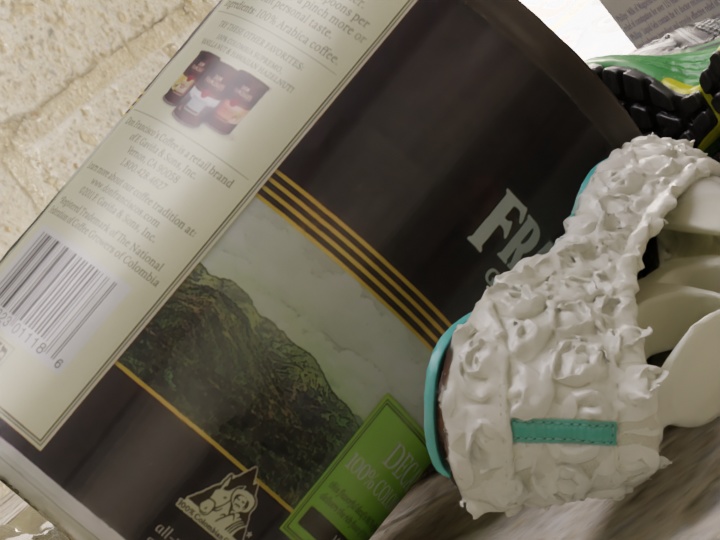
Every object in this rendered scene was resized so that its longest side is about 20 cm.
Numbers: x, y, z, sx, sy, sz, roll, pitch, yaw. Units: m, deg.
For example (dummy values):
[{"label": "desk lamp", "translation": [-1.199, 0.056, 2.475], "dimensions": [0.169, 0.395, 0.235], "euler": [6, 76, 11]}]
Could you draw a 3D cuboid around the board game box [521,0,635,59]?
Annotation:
[{"label": "board game box", "translation": [0.127, -0.112, 1.249], "dimensions": [0.151, 0.037, 0.200], "euler": [-40, 27, -19]}]

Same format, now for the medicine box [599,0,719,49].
[{"label": "medicine box", "translation": [0.174, -0.192, 1.029], "dimensions": [0.182, 0.200, 0.103], "euler": [-40, 4, -18]}]

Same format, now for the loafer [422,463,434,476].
[{"label": "loafer", "translation": [0.007, 0.039, 0.895], "dimensions": [0.076, 0.067, 0.200], "euler": [-41, 4, -33]}]

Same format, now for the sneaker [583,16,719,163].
[{"label": "sneaker", "translation": [0.138, -0.054, 0.796], "dimensions": [0.085, 0.078, 0.200], "euler": [-30, 10, -29]}]

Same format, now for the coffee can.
[{"label": "coffee can", "translation": [-0.025, 0.004, 0.742], "dimensions": [0.200, 0.146, 0.146], "euler": [-50, 5, -7]}]

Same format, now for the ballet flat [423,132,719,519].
[{"label": "ballet flat", "translation": [0.079, 0.014, 0.624], "dimensions": [0.072, 0.072, 0.200], "euler": [-37, 3, 30]}]

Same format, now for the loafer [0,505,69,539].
[{"label": "loafer", "translation": [-0.118, 0.121, 1.130], "dimensions": [0.068, 0.076, 0.200], "euler": [-29, 8, 25]}]
